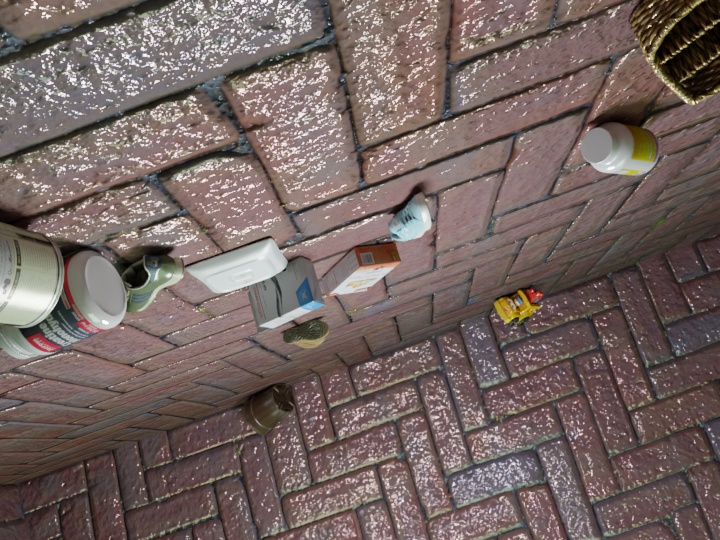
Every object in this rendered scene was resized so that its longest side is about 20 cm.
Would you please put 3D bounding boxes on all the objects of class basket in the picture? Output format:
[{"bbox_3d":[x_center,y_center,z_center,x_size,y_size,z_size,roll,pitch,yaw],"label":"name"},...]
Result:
[{"bbox_3d":[0.516,-0.363,0.960,0.140,0.153,0.199,-4,160,-42],"label":"basket"}]

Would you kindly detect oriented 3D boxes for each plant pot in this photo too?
[{"bbox_3d":[-0.435,0.663,3.212,0.197,0.204,0.198,-37,157,28],"label":"plant pot"}]

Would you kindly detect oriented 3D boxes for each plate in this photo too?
[{"bbox_3d":[-0.266,0.000,1.466,0.195,0.033,0.200,-20,165,-1],"label":"plate"}]

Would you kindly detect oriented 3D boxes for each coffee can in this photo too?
[{"bbox_3d":[-0.540,-0.002,0.917,0.143,0.150,0.200,-22,164,14],"label":"coffee can"}]

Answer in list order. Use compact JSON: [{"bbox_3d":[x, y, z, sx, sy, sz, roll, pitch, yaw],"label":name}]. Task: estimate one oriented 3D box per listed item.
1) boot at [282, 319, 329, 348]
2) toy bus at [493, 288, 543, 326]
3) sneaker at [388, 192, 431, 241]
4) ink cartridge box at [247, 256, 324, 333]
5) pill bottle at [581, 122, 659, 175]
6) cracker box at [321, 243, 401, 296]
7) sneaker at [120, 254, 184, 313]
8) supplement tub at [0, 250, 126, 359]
[{"bbox_3d":[-0.163,0.222,2.278,0.170,0.068,0.200,-10,166,14],"label":"boot"},{"bbox_3d":[0.727,0.148,2.973,0.197,0.138,0.192,4,140,-49],"label":"toy bus"},{"bbox_3d":[0.105,-0.107,1.468,0.080,0.076,0.201,-19,164,-9],"label":"sneaker"},{"bbox_3d":[-0.197,0.063,1.596,0.196,0.119,0.068,-25,163,18],"label":"ink cartridge box"},{"bbox_3d":[0.559,-0.263,1.424,0.197,0.107,0.104,-4,159,-42],"label":"pill bottle"},{"bbox_3d":[0.000,0.000,1.729,0.131,0.059,0.200,-8,161,-33],"label":"cracker box"},{"bbox_3d":[-0.435,0.021,1.289,0.198,0.069,0.089,-30,153,33],"label":"sneaker"},{"bbox_3d":[-0.530,0.063,1.161,0.196,0.144,0.140,-22,164,11],"label":"supplement tub"}]
